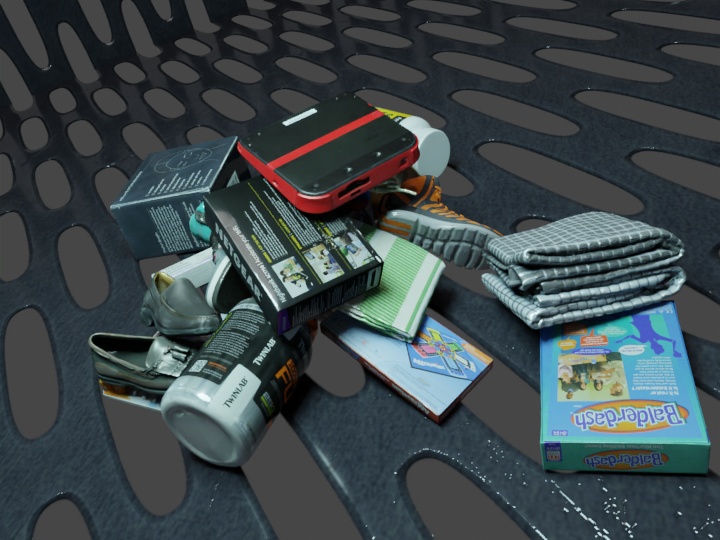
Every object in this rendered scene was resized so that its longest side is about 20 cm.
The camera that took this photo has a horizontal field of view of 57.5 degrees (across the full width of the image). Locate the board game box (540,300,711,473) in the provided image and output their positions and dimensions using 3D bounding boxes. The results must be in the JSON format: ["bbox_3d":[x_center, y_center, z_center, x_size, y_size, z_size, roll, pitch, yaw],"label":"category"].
[{"bbox_3d":[0.265,0.115,0.689,0.149,0.046,0.202,-4,36,19],"label":"board game box"}]

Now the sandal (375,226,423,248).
[{"bbox_3d":[0.071,-0.051,1.002,0.079,0.055,0.200,8,26,21],"label":"sandal"}]

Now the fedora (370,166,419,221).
[{"bbox_3d":[0.000,-0.132,1.064,0.196,0.201,0.084,4,68,27],"label":"fedora"}]

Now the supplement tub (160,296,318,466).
[{"bbox_3d":[-0.135,0.119,0.787,0.120,0.124,0.201,4,40,28],"label":"supplement tub"}]

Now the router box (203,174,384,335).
[{"bbox_3d":[-0.086,-0.037,0.808,0.147,0.052,0.201,-23,58,-25],"label":"router box"}]

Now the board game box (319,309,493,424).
[{"bbox_3d":[0.052,0.091,0.799,0.102,0.020,0.199,-38,52,-26],"label":"board game box"}]

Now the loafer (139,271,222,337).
[{"bbox_3d":[-0.247,0.047,0.891,0.072,0.074,0.198,1,5,-43],"label":"loafer"}]

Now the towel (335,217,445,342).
[{"bbox_3d":[0.000,0.000,0.842,0.196,0.024,0.154,22,49,11],"label":"towel"}]

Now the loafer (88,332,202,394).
[{"bbox_3d":[-0.275,0.116,0.858,0.195,0.064,0.072,-2,36,22],"label":"loafer"}]

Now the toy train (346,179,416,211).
[{"bbox_3d":[0.007,-0.152,0.924,0.196,0.086,0.117,10,52,24],"label":"toy train"}]

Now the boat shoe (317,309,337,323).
[{"bbox_3d":[-0.048,0.035,0.914,0.196,0.073,0.073,20,56,12],"label":"boat shoe"}]

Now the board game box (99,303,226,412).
[{"bbox_3d":[-0.237,0.113,0.927,0.196,0.026,0.201,5,41,29],"label":"board game box"}]

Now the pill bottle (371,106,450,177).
[{"bbox_3d":[0.064,-0.227,1.187,0.112,0.114,0.198,-35,38,-25],"label":"pill bottle"}]

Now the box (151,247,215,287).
[{"bbox_3d":[-0.245,-0.012,1.088,0.197,0.042,0.039,-27,35,-12],"label":"box"}]

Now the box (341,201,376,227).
[{"bbox_3d":[-0.086,-0.052,1.010,0.196,0.117,0.133,9,41,29],"label":"box"}]

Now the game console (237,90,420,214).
[{"bbox_3d":[-0.038,-0.160,0.861,0.198,0.031,0.176,-31,51,-26],"label":"game console"}]

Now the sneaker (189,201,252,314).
[{"bbox_3d":[-0.186,-0.035,0.888,0.118,0.084,0.202,6,51,24],"label":"sneaker"}]

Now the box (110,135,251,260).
[{"bbox_3d":[-0.321,-0.137,1.219,0.192,0.126,0.202,-6,36,12],"label":"box"}]

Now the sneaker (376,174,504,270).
[{"bbox_3d":[0.122,-0.077,0.926,0.196,0.078,0.113,18,46,-7],"label":"sneaker"}]

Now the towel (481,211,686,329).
[{"bbox_3d":[0.255,-0.012,0.783,0.195,0.088,0.166,-11,15,-4],"label":"towel"}]
